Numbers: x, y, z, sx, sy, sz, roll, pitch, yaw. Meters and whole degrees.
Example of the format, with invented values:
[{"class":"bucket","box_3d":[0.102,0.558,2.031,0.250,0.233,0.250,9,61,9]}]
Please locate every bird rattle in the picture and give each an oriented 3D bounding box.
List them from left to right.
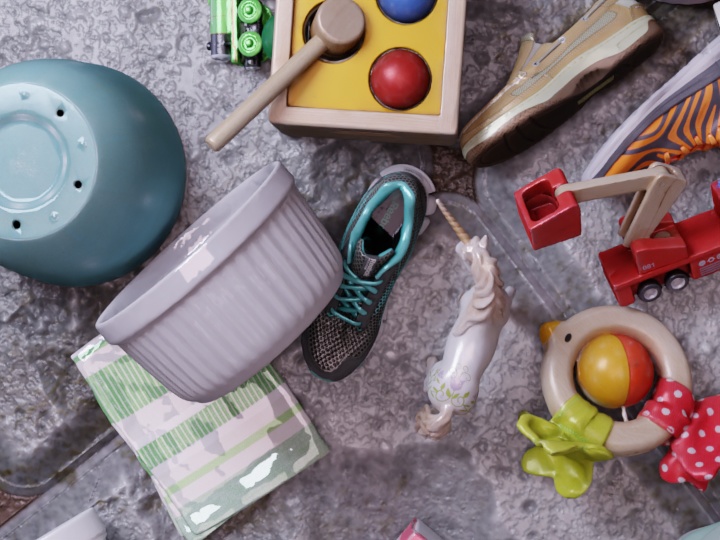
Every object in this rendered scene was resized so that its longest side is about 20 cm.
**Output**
[{"class":"bird rattle","box_3d":[0.226,0.106,1.127,0.199,0.113,0.164,-9,73,1]}]

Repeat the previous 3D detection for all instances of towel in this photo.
[{"class":"towel","box_3d":[-0.144,0.119,1.185,0.152,0.023,0.200,-34,88,2]}]

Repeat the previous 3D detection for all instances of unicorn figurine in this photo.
[{"class":"unicorn figurine","box_3d":[0.090,0.048,1.112,0.073,0.137,0.201,6,90,4]}]

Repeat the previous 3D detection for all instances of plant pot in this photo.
[{"class":"plant pot","box_3d":[-0.259,-0.086,1.122,0.199,0.161,0.202,0,90,3]}]

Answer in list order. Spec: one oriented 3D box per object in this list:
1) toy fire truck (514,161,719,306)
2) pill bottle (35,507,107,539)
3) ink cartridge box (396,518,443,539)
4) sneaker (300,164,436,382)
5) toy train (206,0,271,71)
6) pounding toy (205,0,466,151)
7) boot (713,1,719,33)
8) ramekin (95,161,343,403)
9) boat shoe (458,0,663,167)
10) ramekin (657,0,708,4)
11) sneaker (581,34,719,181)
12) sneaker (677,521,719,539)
[{"class":"toy fire truck","box_3d":[0.238,-0.042,1.105,0.199,0.049,0.141,-21,133,5]},{"class":"pill bottle","box_3d":[-0.219,0.312,1.144,0.116,0.116,0.201,-31,89,3]},{"class":"ink cartridge box","box_3d":[0.038,0.337,1.144,0.145,0.085,0.200,39,91,3]},{"class":"sneaker","box_3d":[0.000,0.000,1.141,0.077,0.091,0.201,22,92,4]},{"class":"toy train","box_3d":[-0.108,-0.275,1.174,0.056,0.042,0.201,0,90,13]},{"class":"pounding toy","box_3d":[-0.014,-0.180,1.115,0.199,0.142,0.185,4,90,3]},{"class":"boot","box_3d":[0.375,-0.139,1.053,0.144,0.072,0.201,-16,85,16]},{"class":"ramekin","box_3d":[-0.106,0.016,1.084,0.200,0.200,0.105,-41,100,3]},{"class":"boat shoe","box_3d":[0.159,-0.168,1.149,0.200,0.072,0.076,-35,75,-5]},{"class":"ramekin","box_3d":[0.277,-0.318,1.119,0.199,0.098,0.202,0,90,4]},{"class":"sneaker","box_3d":[0.287,-0.110,1.129,0.200,0.078,0.112,-42,87,3]},{"class":"sneaker","box_3d":[0.362,0.224,1.106,0.200,0.118,0.074,-23,87,2]}]
